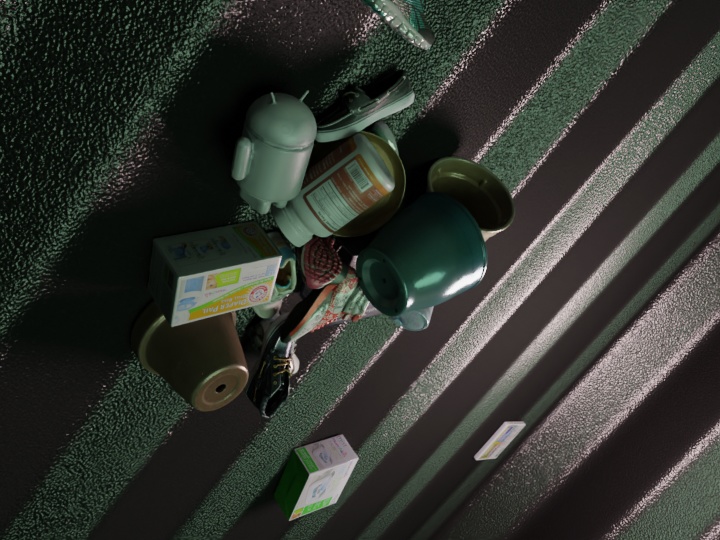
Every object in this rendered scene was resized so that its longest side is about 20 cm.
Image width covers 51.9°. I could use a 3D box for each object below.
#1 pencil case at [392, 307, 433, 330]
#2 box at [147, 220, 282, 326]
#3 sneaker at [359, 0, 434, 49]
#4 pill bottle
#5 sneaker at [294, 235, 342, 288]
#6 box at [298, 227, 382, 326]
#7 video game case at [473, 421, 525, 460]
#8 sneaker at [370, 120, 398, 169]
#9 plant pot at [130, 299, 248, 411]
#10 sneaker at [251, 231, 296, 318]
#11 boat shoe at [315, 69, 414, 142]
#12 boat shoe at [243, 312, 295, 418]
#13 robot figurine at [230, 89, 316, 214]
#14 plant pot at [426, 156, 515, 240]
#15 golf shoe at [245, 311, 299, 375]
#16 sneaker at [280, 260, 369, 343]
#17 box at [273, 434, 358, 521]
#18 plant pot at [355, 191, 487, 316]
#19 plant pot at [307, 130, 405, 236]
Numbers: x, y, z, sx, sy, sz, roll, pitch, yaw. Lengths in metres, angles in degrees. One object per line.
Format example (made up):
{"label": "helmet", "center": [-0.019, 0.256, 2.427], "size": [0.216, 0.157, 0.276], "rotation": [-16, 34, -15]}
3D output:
{"label": "pencil case", "center": [0.135, 0.035, 1.645], "size": [0.083, 0.202, 0.090], "rotation": [37, 146, -21]}
{"label": "box", "center": [-0.248, 0.002, 1.265], "size": [0.197, 0.102, 0.114], "rotation": [-14, 138, -36]}
{"label": "sneaker", "center": [0.073, -0.419, 1.154], "size": [0.092, 0.078, 0.199], "rotation": [-54, 147, 11]}
{"label": "pill bottle", "center": [-0.049, -0.130, 1.252], "size": [0.198, 0.113, 0.112], "rotation": [-34, 149, 13]}
{"label": "sneaker", "center": [-0.082, -0.020, 1.345], "size": [0.080, 0.201, 0.075], "rotation": [31, 112, -16]}
{"label": "box", "center": [0.000, 0.000, 1.525], "size": [0.197, 0.104, 0.184], "rotation": [-10, 134, -40]}
{"label": "video game case", "center": [0.562, 0.686, 2.985], "size": [0.181, 0.022, 0.201], "rotation": [14, 118, -53]}
{"label": "sneaker", "center": [0.002, -0.173, 1.358], "size": [0.117, 0.074, 0.203], "rotation": [-20, 140, -25]}
{"label": "plant pot", "center": [-0.287, 0.151, 1.330], "size": [0.198, 0.175, 0.202], "rotation": [-28, 146, -21]}
{"label": "sneaker", "center": [-0.167, 0.026, 1.400], "size": [0.076, 0.081, 0.202], "rotation": [-22, 143, -30]}
{"label": "boat shoe", "center": [0.002, -0.282, 1.246], "size": [0.197, 0.070, 0.067], "rotation": [-26, 122, -13]}
{"label": "boat shoe", "center": [-0.160, 0.190, 1.467], "size": [0.070, 0.091, 0.203], "rotation": [12, 110, -42]}
{"label": "robot figurine", "center": [-0.134, -0.189, 1.157], "size": [0.169, 0.112, 0.202], "rotation": [-29, 148, -48]}
{"label": "plant pot", "center": [0.194, -0.101, 1.561], "size": [0.198, 0.202, 0.185], "rotation": [-15, 151, -35]}
{"label": "golf shoe", "center": [-0.158, 0.156, 1.562], "size": [0.094, 0.078, 0.200], "rotation": [-40, 148, -3]}
{"label": "sneaker", "center": [-0.060, 0.083, 1.412], "size": [0.107, 0.068, 0.202], "rotation": [32, 107, -25]}
{"label": "box", "center": [-0.125, 0.572, 2.058], "size": [0.174, 0.097, 0.202], "rotation": [-6, 132, -40]}
{"label": "plant pot", "center": [0.100, -0.015, 1.362], "size": [0.187, 0.199, 0.202], "rotation": [-31, 147, -34]}
{"label": "plant pot", "center": [-0.018, -0.157, 1.321], "size": [0.195, 0.028, 0.204], "rotation": [-3, 120, -5]}
